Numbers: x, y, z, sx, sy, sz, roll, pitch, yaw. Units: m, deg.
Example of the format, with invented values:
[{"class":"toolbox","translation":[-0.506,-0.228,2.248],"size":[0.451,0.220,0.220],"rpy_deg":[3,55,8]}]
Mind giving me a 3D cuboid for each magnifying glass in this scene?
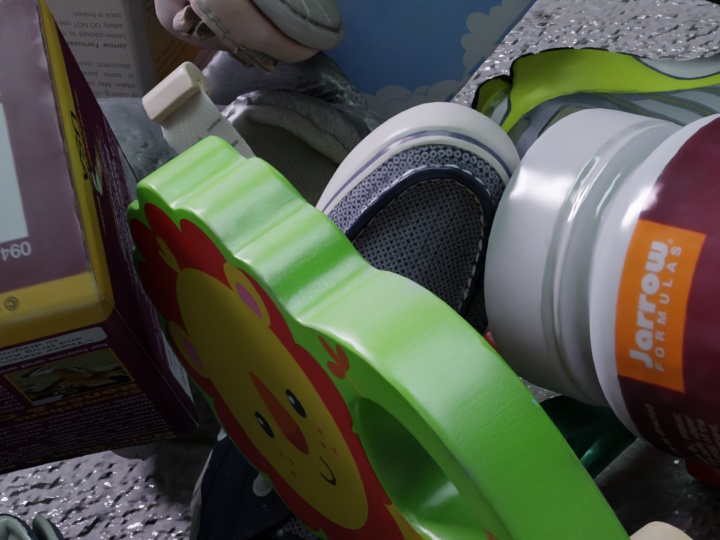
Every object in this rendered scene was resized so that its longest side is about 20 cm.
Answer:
[{"class":"magnifying glass","translation":[0.085,0.058,0.923],"size":[0.022,0.080,0.200],"rpy_deg":[41,45,18]}]

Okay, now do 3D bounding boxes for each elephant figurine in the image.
[{"class":"elephant figurine","translation":[-0.033,-0.027,1.005],"size":[0.199,0.155,0.142],"rpy_deg":[-26,57,-1]}]

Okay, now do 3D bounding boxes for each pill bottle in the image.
[{"class":"pill bottle","translation":[0.144,0.013,0.808],"size":[0.200,0.114,0.114],"rpy_deg":[16,42,39]}]

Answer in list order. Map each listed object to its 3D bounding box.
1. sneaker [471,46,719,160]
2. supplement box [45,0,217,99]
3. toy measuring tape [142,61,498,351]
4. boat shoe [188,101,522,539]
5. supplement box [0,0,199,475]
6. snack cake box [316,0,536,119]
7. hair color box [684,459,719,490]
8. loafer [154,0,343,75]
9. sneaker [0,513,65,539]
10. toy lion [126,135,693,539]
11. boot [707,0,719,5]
[{"class":"sneaker","translation":[0.148,-0.045,1.046],"size":[0.199,0.074,0.081],"rpy_deg":[-7,45,-6]},{"class":"supplement box","translation":[-0.102,-0.111,1.115],"size":[0.073,0.201,0.126],"rpy_deg":[4,35,19]},{"class":"toy measuring tape","translation":[0.000,0.000,0.939],"size":[0.074,0.200,0.074],"rpy_deg":[-39,10,8]},{"class":"boat shoe","translation":[-0.002,0.046,0.862],"size":[0.074,0.200,0.093],"rpy_deg":[20,31,-8]},{"class":"supplement box","translation":[-0.136,0.001,0.835],"size":[0.130,0.200,0.104],"rpy_deg":[-14,75,0]},{"class":"snack cake box","translation":[0.019,-0.109,1.084],"size":[0.067,0.200,0.115],"rpy_deg":[35,39,-9]},{"class":"hair color box","translation":[0.210,0.058,0.875],"size":[0.101,0.061,0.200],"rpy_deg":[-33,38,-28]},{"class":"loafer","translation":[-0.048,-0.105,0.979],"size":[0.063,0.072,0.200],"rpy_deg":[-37,12,11]},{"class":"sneaker","translation":[-0.112,0.117,0.823],"size":[0.077,0.147,0.202],"rpy_deg":[-18,31,-5]},{"class":"toy lion","translation":[0.004,0.047,0.734],"size":[0.069,0.192,0.200],"rpy_deg":[-34,5,-18]},{"class":"boot","translation":[0.188,-0.146,1.106],"size":[0.210,0.080,0.158],"rpy_deg":[10,7,-13]}]
